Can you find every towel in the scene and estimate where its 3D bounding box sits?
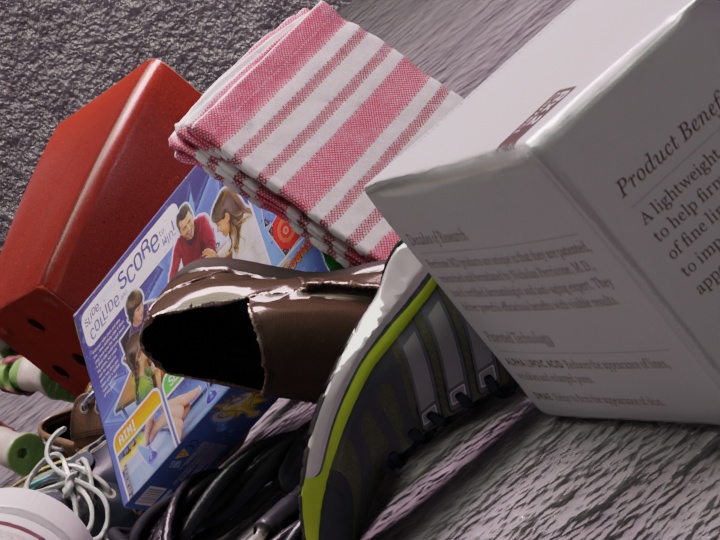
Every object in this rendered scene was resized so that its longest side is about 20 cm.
[{"bbox_3d":[0.018,-0.046,1.145,0.146,0.200,0.030,-48,-7,-46],"label":"towel"}]

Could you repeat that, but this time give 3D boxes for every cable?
[{"bbox_3d":[-0.058,0.115,1.102,0.163,0.051,0.200,-39,9,6],"label":"cable"}]

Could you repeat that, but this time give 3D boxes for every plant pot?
[{"bbox_3d":[-0.156,-0.001,1.633,0.177,0.200,0.200,-57,17,-26],"label":"plant pot"}]

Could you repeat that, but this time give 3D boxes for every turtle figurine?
[{"bbox_3d":[-0.288,0.114,1.816,0.194,0.201,0.144,9,41,45],"label":"turtle figurine"}]

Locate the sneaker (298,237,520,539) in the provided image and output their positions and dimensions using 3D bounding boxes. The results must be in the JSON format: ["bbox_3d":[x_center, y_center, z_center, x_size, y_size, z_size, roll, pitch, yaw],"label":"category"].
[{"bbox_3d":[0.033,0.043,0.982,0.201,0.081,0.074,-64,-4,-1],"label":"sneaker"}]

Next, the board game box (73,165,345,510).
[{"bbox_3d":[-0.076,0.016,1.202,0.200,0.034,0.136,-47,46,33],"label":"board game box"}]

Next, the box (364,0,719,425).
[{"bbox_3d":[0.136,-0.052,0.884,0.199,0.131,0.200,-42,10,-14],"label":"box"}]

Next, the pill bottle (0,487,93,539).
[{"bbox_3d":[-0.189,0.184,1.109,0.109,0.110,0.200,-37,9,13],"label":"pill bottle"}]

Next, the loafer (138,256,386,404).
[{"bbox_3d":[-0.020,0.039,1.071,0.199,0.073,0.071,0,20,31],"label":"loafer"}]

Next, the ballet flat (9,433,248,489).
[{"bbox_3d":[-0.145,0.127,1.353,0.200,0.071,0.071,-35,10,15],"label":"ballet flat"}]

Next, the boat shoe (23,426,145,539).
[{"bbox_3d":[-0.162,0.140,1.260,0.200,0.062,0.075,-42,52,-8],"label":"boat shoe"}]

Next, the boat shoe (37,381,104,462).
[{"bbox_3d":[-0.150,0.100,1.454,0.200,0.072,0.072,-30,14,47],"label":"boat shoe"}]
